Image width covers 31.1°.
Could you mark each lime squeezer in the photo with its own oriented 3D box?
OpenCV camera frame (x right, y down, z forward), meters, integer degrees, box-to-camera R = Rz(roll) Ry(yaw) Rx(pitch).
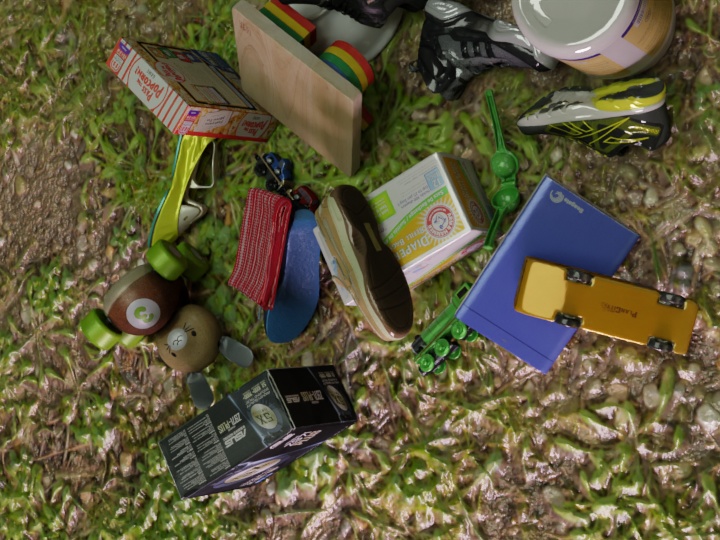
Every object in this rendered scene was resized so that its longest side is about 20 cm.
[{"bbox_3d":[0.166,-0.115,1.575,0.038,0.070,0.202,-13,69,46],"label":"lime squeezer"}]

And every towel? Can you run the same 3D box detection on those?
[{"bbox_3d":[-0.134,-0.033,1.694,0.200,0.022,0.146,-157,78,-71],"label":"towel"}]

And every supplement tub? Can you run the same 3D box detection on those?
[{"bbox_3d":[0.268,-0.294,1.448,0.144,0.200,0.147,-1,87,28],"label":"supplement tub"}]

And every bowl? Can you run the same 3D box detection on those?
[{"bbox_3d":[-0.047,-0.365,1.691,0.199,0.090,0.203,-1,88,29],"label":"bowl"}]

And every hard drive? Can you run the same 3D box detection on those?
[{"bbox_3d":[0.220,0.005,1.532,0.131,0.025,0.201,32,104,-1],"label":"hard drive"}]

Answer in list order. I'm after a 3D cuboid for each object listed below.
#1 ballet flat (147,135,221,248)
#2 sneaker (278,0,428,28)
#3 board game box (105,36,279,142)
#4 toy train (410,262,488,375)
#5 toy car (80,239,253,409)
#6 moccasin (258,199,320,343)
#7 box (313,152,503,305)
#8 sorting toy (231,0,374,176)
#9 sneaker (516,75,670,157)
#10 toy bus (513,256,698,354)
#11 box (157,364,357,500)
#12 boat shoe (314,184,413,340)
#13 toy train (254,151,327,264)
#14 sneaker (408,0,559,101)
[{"bbox_3d":[-0.240,-0.113,1.809,0.066,0.067,0.202,19,96,7],"label":"ballet flat"},{"bbox_3d":[-0.003,-0.339,1.602,0.198,0.076,0.088,-16,102,-15],"label":"sneaker"},{"bbox_3d":[-0.218,-0.239,1.718,0.152,0.199,0.046,45,113,23],"label":"board game box"},{"bbox_3d":[0.134,0.051,1.603,0.200,0.042,0.057,-47,58,20],"label":"toy train"},{"bbox_3d":[-0.246,0.086,1.762,0.164,0.158,0.200,-45,79,9],"label":"toy car"},{"bbox_3d":[-0.089,0.000,1.704,0.068,0.080,0.201,53,134,48],"label":"moccasin"},{"bbox_3d":[0.060,-0.048,1.611,0.199,0.101,0.113,-32,73,25],"label":"box"},{"bbox_3d":[-0.062,-0.244,1.645,0.198,0.200,0.070,40,72,14],"label":"sorting toy"},{"bbox_3d":[0.271,-0.167,1.513,0.199,0.074,0.085,-2,120,44],"label":"sneaker"},{"bbox_3d":[0.278,0.039,1.475,0.198,0.078,0.066,14,95,4],"label":"toy bus"},{"bbox_3d":[-0.131,0.208,1.673,0.199,0.163,0.087,-34,72,23],"label":"box"},{"bbox_3d":[0.000,0.000,1.554,0.076,0.071,0.201,-36,65,39],"label":"boat shoe"},{"bbox_3d":[-0.078,-0.088,1.729,0.046,0.034,0.200,-44,69,17],"label":"toy train"},{"bbox_3d":[0.147,-0.255,1.589,0.199,0.075,0.115,30,103,33],"label":"sneaker"}]
